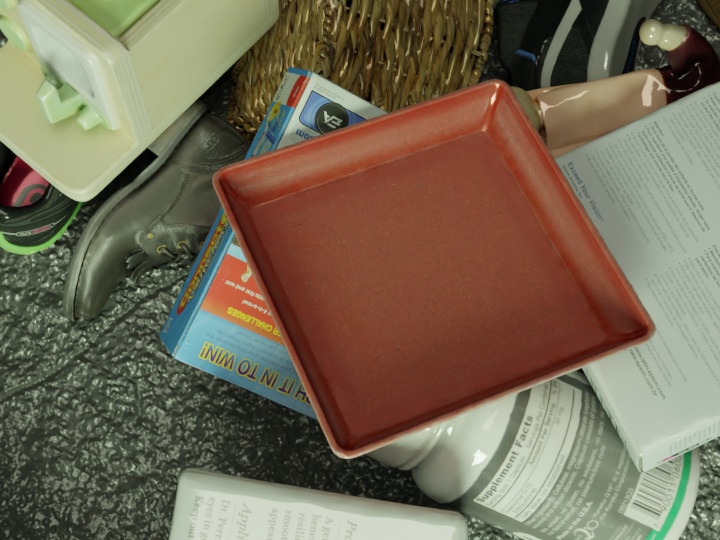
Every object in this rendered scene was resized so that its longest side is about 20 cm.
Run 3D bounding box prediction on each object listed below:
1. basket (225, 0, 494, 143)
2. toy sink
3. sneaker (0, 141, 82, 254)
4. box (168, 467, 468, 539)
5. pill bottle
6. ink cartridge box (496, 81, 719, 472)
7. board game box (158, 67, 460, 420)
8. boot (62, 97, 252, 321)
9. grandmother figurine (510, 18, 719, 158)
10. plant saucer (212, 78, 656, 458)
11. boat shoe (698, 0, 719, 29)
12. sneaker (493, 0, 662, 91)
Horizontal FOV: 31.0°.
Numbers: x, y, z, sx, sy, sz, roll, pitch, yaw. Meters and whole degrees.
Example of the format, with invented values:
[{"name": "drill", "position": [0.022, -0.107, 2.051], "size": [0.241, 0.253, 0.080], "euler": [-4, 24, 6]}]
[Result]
[{"name": "basket", "position": [0.004, -0.184, 0.960], "size": [0.142, 0.149, 0.202], "euler": [16, 75, -29]}, {"name": "toy sink", "position": [-0.169, -0.171, 0.858], "size": [0.130, 0.112, 0.200], "euler": [38, 72, 17]}, {"name": "sneaker", "position": [-0.209, -0.106, 0.933], "size": [0.076, 0.084, 0.201], "euler": [21, 78, 5]}, {"name": "box", "position": [-0.032, 0.239, 0.789], "size": [0.170, 0.200, 0.200], "euler": [8, 76, 5]}, {"name": "pill bottle", "position": [0.102, 0.107, 0.815], "size": [0.199, 0.113, 0.114], "euler": [26, 77, -13]}, {"name": "ink cartridge box", "position": [0.212, -0.008, 0.788], "size": [0.199, 0.043, 0.197], "euler": [-25, 63, 0]}, {"name": "board game box", "position": [0.000, 0.000, 0.853], "size": [0.199, 0.056, 0.197], "euler": [26, 92, -22]}, {"name": "boot", "position": [-0.097, -0.012, 0.919], "size": [0.174, 0.069, 0.201], "euler": [34, 92, -3]}, {"name": "grandmother figurine", "position": [0.198, -0.114, 0.867], "size": [0.199, 0.122, 0.061], "euler": [-12, 47, -8]}, {"name": "plant saucer", "position": [0.038, -0.003, 0.762], "size": [0.199, 0.037, 0.200], "euler": [-20, 63, -13]}, {"name": "boat shoe", "position": [0.337, -0.187, 0.955], "size": [0.200, 0.074, 0.069], "euler": [39, 53, 21]}, {"name": "sneaker", "position": [0.159, -0.207, 0.959], "size": [0.111, 0.073, 0.201], "euler": [7, 56, 29]}]
